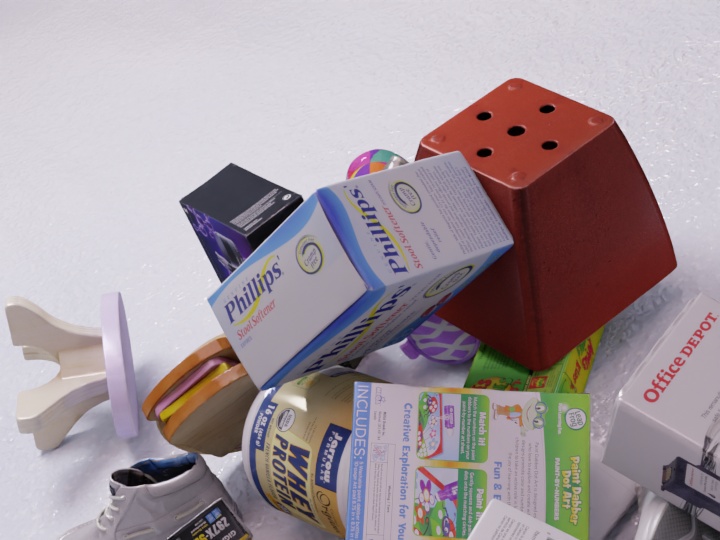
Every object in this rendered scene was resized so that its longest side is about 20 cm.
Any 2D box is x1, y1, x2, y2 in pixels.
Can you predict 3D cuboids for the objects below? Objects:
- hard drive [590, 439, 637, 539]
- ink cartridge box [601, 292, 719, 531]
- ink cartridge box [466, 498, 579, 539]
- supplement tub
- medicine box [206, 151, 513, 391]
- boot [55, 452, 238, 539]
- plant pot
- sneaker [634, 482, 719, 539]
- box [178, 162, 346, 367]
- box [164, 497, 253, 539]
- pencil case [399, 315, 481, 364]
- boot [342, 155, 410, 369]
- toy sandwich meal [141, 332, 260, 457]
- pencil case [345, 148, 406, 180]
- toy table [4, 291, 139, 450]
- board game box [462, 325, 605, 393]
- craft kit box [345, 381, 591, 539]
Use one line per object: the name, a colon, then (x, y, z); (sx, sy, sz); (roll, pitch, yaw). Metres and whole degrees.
hard drive: (0.131, 0.209, 1.529); (0.132, 0.027, 0.200); (36, 60, 17)
ink cartridge box: (0.312, 0.130, 1.438); (0.199, 0.085, 0.145); (30, 52, 19)
ink cartridge box: (0.150, 0.282, 1.341); (0.199, 0.084, 0.144); (24, 51, 16)
supplement tub: (0.005, 0.168, 1.624); (0.199, 0.145, 0.144); (14, 49, 46)
medicine box: (0.000, 0.000, 1.602); (0.200, 0.103, 0.182); (-18, -18, -46)
boot: (-0.222, 0.227, 1.741); (0.199, 0.096, 0.074); (-18, 32, 12)
plant pot: (0.156, -0.060, 1.712); (0.199, 0.177, 0.200); (-35, 44, -27)
sneaker: (0.261, 0.186, 1.506); (0.080, 0.071, 0.200); (-18, 26, 42)
box: (-0.087, 0.004, 1.872); (0.079, 0.201, 0.141); (-36, 33, -17)
box: (-0.187, 0.286, 1.587); (0.200, 0.049, 0.160); (-37, -8, -15)
pencil case: (0.097, 0.012, 1.854); (0.085, 0.084, 0.200); (-31, 23, 34)
boot: (-0.004, -0.024, 1.790); (0.072, 0.182, 0.201); (26, 79, 39)
toy sandwich meal: (-0.104, 0.126, 1.732); (0.204, 0.205, 0.070); (-26, 53, -2)
pencil case: (0.024, -0.050, 1.992); (0.088, 0.089, 0.200); (-18, 35, 12)
toy table: (-0.300, 0.103, 1.917); (0.116, 0.185, 0.200); (-9, 20, -3)
board game box: (0.162, 0.088, 1.722); (0.101, 0.048, 0.200); (-7, 36, 28)
craft kit box: (0.087, 0.193, 1.475); (0.196, 0.049, 0.201); (3, 68, 4)
